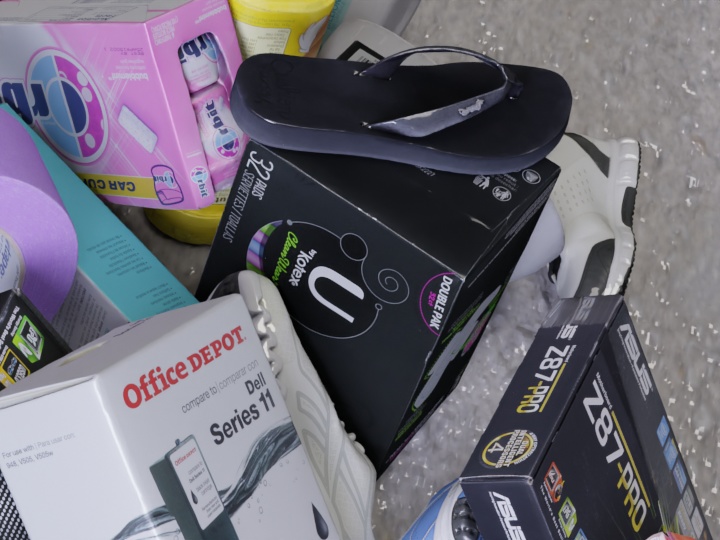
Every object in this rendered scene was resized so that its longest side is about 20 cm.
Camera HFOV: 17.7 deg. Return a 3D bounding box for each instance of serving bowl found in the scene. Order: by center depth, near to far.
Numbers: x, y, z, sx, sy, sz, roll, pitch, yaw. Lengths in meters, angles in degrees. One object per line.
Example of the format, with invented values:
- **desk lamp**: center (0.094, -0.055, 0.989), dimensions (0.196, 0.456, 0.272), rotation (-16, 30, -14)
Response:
- **serving bowl**: center (0.034, -0.061, 1.445), dimensions (0.066, 0.200, 0.200), rotation (-43, 70, -11)

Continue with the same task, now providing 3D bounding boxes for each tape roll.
- **tape roll**: center (-0.257, -0.006, 1.254), dimensions (0.200, 0.200, 0.066), rotation (-10, 53, -29)

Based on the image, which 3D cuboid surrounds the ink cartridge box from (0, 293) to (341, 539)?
- **ink cartridge box**: center (-0.090, 0.128, 1.184), dimensions (0.147, 0.083, 0.200), rotation (-33, 102, -57)

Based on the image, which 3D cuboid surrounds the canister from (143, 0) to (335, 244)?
- **canister**: center (-0.083, -0.136, 1.442), dimensions (0.087, 0.200, 0.149), rotation (0, 49, -20)

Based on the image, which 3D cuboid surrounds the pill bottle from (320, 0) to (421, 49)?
- **pill bottle**: center (-0.055, -0.228, 1.603), dimensions (0.200, 0.111, 0.111), rotation (30, 45, 8)

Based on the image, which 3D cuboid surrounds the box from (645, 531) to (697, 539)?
- **box**: center (0.126, 0.229, 1.168), dimensions (0.103, 0.200, 0.095), rotation (22, 35, -45)

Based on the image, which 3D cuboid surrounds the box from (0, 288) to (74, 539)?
- **box**: center (-0.165, 0.143, 1.183), dimensions (0.193, 0.047, 0.200), rotation (52, 36, -27)

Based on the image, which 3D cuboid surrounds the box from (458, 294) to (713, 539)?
- **box**: center (0.130, 0.140, 1.284), dimensions (0.049, 0.200, 0.161), rotation (-5, 33, 30)

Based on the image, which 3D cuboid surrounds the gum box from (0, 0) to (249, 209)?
- **gum box**: center (-0.147, -0.104, 1.378), dimensions (0.200, 0.114, 0.066), rotation (6, 28, 45)

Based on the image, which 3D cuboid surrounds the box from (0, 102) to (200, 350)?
- **box**: center (-0.174, -0.003, 1.367), dimensions (0.049, 0.082, 0.200), rotation (-28, 63, -39)

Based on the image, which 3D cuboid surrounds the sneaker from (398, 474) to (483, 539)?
- **sneaker**: center (0.085, 0.134, 1.344), dimensions (0.200, 0.077, 0.076), rotation (-15, 78, -55)

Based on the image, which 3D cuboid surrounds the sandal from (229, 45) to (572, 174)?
- **sandal**: center (0.030, -0.093, 1.272), dimensions (0.200, 0.043, 0.076), rotation (-1, 49, -22)

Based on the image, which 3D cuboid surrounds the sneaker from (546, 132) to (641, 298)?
- **sneaker**: center (0.138, -0.021, 1.520), dimensions (0.080, 0.074, 0.200), rotation (13, 37, -3)

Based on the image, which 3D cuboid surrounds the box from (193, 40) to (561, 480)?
- **box**: center (0.000, 0.000, 1.347), dimensions (0.149, 0.200, 0.124), rotation (33, 45, 11)

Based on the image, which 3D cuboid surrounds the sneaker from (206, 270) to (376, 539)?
- **sneaker**: center (-0.038, 0.096, 1.301), dimensions (0.081, 0.075, 0.200), rotation (-13, 88, -41)
